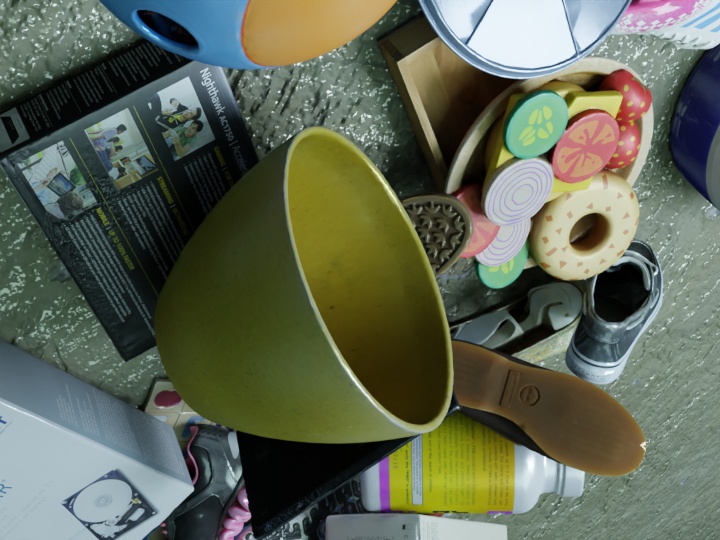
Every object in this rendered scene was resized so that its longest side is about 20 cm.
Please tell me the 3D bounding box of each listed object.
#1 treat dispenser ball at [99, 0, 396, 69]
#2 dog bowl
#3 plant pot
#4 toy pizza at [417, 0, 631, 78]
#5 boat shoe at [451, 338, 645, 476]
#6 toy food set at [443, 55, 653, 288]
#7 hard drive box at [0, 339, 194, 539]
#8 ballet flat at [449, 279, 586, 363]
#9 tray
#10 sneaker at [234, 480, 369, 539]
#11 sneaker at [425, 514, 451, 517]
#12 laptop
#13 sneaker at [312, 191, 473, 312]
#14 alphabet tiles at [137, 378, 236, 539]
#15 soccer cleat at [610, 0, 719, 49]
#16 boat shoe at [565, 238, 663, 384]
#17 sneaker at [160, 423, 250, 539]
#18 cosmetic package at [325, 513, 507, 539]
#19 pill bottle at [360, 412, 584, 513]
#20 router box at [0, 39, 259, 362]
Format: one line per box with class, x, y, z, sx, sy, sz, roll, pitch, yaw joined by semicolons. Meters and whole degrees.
treat dispenser ball;-0.055;-0.201;0.505;0.199;0.201;0.202;-17;134;-18
dog bowl;0.379;-0.138;0.917;0.198;0.079;0.202;-17;134;-18
plant pot;-0.047;0.029;0.666;0.141;0.202;0.200;-24;141;23
toy pizza;0.111;-0.230;0.680;0.198;0.032;0.203;-9;111;-25
boat shoe;0.143;0.112;0.869;0.071;0.198;0.070;-62;168;-8
toy food set;0.149;-0.072;0.803;0.196;0.049;0.202;-7;130;-26
hard drive box;-0.254;0.158;0.780;0.156;0.077;0.200;-44;134;10
ballet flat;0.149;0.051;0.947;0.198;0.071;0.071;-25;136;-6
tray;0.091;-0.117;0.789;0.098;0.037;0.201;-32;138;-4
sneaker;-0.064;0.254;1.000;0.199;0.079;0.089;-6;172;-43
sneaker;0.098;0.170;1.016;0.081;0.077;0.201;23;112;-35
laptop;-0.001;0.110;0.810;0.176;0.201;0.103;-35;127;11
sneaker;0.000;0.000;0.790;0.199;0.067;0.090;-33;-178;15
alphabet tiles;-0.164;0.172;0.903;0.165;0.006;0.201;6;123;-35
soccer cleat;0.246;-0.199;0.788;0.198;0.070;0.087;-19;134;-17
boat shoe;0.234;0.018;0.902;0.200;0.071;0.071;-56;165;-51
sneaker;-0.149;0.211;0.903;0.095;0.079;0.201;21;115;-18
cosmetic package;0.059;0.276;0.990;0.104;0.072;0.199;-9;161;31
pill bottle;0.100;0.168;0.939;0.197;0.105;0.105;-1;133;4
router box;-0.138;-0.047;0.696;0.148;0.051;0.201;-28;137;-10
